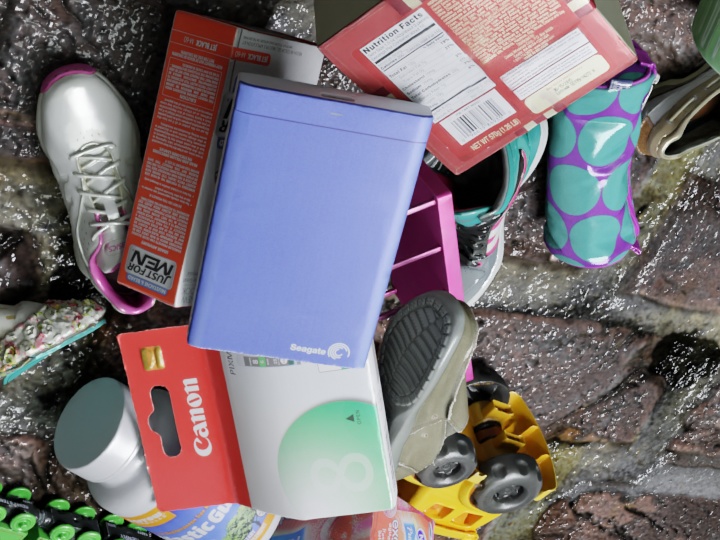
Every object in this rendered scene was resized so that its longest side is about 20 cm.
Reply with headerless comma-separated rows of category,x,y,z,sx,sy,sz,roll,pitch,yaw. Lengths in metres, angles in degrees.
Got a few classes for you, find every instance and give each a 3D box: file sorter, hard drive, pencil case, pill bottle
file sorter,0.000,0.000,1.113,0.125,0.139,0.201,-21,131,-12
hard drive,-0.038,-0.029,0.928,0.131,0.025,0.201,8,118,-12
pencil case,0.210,-0.103,1.192,0.092,0.085,0.201,2,128,5
pill bottle,-0.165,0.171,1.164,0.112,0.112,0.200,-45,133,7

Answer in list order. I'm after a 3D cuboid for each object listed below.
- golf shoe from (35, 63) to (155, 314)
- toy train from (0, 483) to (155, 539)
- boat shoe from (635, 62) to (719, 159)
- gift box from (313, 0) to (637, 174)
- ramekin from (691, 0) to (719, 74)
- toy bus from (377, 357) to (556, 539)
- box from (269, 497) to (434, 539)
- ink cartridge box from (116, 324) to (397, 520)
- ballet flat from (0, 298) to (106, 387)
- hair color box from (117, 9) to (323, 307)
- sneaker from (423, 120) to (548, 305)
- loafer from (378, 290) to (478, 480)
golf shoe,-0.186,-0.055,0.999,0.075,0.092,0.201,-20,129,-12
toy train,-0.270,0.234,1.203,0.199,0.042,0.056,27,117,-40
boat shoe,0.335,-0.155,1.236,0.199,0.068,0.075,-28,133,-9
gift box,0.075,-0.198,0.955,0.184,0.188,0.200,-27,134,22
ramekin,0.380,-0.209,1.140,0.199,0.201,0.098,-2,132,-28
toy bus,0.057,0.187,1.306,0.199,0.136,0.192,23,126,-37
box,-0.043,0.267,1.241,0.199,0.095,0.103,-13,146,32
ink cartridge box,-0.080,0.115,1.042,0.198,0.050,0.162,-9,107,4
ballet flat,-0.295,0.066,1.047,0.199,0.076,0.064,-33,100,-11
hair color box,-0.101,-0.079,0.988,0.111,0.064,0.201,-3,111,-58
sneaker,0.088,-0.046,1.136,0.121,0.083,0.201,-18,132,-61
loafer,0.052,0.093,1.078,0.069,0.075,0.201,-3,137,-27
